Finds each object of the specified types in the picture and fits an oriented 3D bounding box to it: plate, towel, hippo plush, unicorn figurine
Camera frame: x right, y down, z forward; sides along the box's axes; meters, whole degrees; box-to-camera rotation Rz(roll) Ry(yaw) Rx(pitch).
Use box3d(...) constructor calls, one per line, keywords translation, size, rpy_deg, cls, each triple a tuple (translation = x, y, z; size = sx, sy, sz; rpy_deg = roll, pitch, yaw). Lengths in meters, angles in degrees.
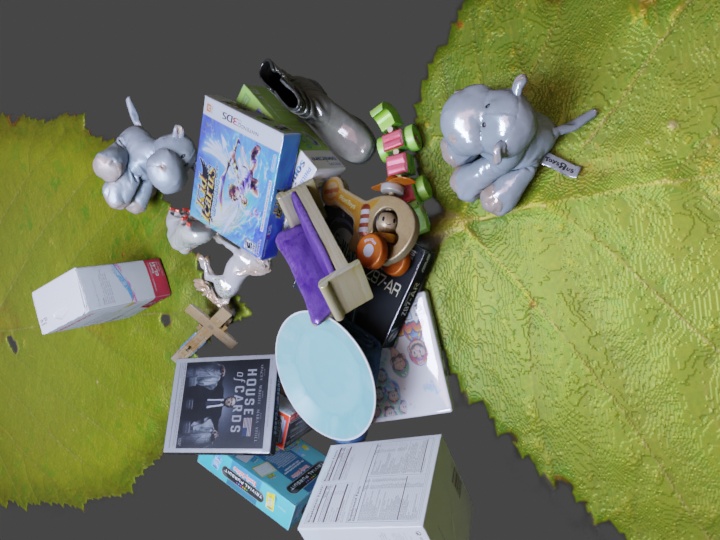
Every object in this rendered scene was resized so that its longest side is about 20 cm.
box3d(translation=(-0.051, 0.154, 0.807), size=(0.195, 0.025, 0.208), rpy_deg=(16, 116, 35), cls="plate")
box3d(translation=(-0.027, 0.181, 0.847), size=(0.110, 0.048, 0.206), rpy_deg=(26, 121, 30), cls="towel")
box3d(translation=(-0.381, -0.196, 1.027), size=(0.154, 0.162, 0.205), rpy_deg=(4, 53, 9), cls="hippo plush")
box3d(translation=(-0.226, -0.013, 0.983), size=(0.138, 0.073, 0.202), rpy_deg=(46, 128, 17), cls="unicorn figurine")
box3d(translation=(0.178, -0.156, 0.697), size=(0.195, 0.160, 0.165), rpy_deg=(19, 101, 24), cls="hippo plush")

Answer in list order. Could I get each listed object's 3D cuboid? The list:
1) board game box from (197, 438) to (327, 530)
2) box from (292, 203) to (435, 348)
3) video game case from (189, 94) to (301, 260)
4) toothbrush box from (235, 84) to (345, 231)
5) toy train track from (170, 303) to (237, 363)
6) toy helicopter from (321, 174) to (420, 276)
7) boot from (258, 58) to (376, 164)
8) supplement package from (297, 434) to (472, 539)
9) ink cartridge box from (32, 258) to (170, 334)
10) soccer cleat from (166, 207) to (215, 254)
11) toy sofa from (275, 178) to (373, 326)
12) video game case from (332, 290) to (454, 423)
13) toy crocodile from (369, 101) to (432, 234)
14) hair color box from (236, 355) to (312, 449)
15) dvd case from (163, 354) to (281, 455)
box3d(translation=(-0.151, 0.327, 0.915), size=(0.196, 0.150, 0.048), rpy_deg=(26, 105, 23), cls="board game box")
box3d(translation=(0.000, 0.000, 0.857), size=(0.197, 0.043, 0.164), rpy_deg=(31, 102, 28), cls="box")
box3d(translation=(-0.190, -0.149, 0.864), size=(0.178, 0.045, 0.206), rpy_deg=(29, 117, 28), cls="video game case")
box3d(translation=(-0.141, -0.180, 0.901), size=(0.201, 0.085, 0.147), rpy_deg=(49, 122, 17), cls="toothbrush box")
box3d(translation=(-0.303, 0.120, 1.043), size=(0.114, 0.033, 0.199), rpy_deg=(42, 122, -15), cls="toy train track")
box3d(translation=(0.011, -0.092, 0.794), size=(0.199, 0.078, 0.135), rpy_deg=(38, 105, 37), cls="toy helicopter")
box3d(translation=(-0.071, -0.242, 0.845), size=(0.200, 0.130, 0.068), rpy_deg=(46, 112, 17), cls="boot")
box3d(translation=(0.043, 0.358, 0.791), size=(0.194, 0.152, 0.155), rpy_deg=(-14, 116, 27), cls="supplement package")
box3d(translation=(-0.493, 0.047, 1.045), size=(0.144, 0.198, 0.088), rpy_deg=(-22, 84, 25), cls="ink cartridge box")
box3d(translation=(-0.311, -0.065, 0.990), size=(0.198, 0.067, 0.081), rpy_deg=(24, 112, 56), cls="soccer cleat")
box3d(translation=(-0.067, -0.028, 0.776), size=(0.095, 0.084, 0.203), rpy_deg=(-26, 51, -4), cls="toy sofa")
box3d(translation=(0.040, 0.146, 0.875), size=(0.194, 0.023, 0.189), rpy_deg=(-15, 87, 27), cls="video game case")
box3d(translation=(0.062, -0.153, 0.821), size=(0.066, 0.061, 0.208), rpy_deg=(-13, 88, 27), cls="toy crocodile")
box3d(translation=(-0.176, 0.223, 0.944), size=(0.195, 0.110, 0.066), rpy_deg=(21, 103, 24), cls="hair color box")
box3d(translation=(-0.222, 0.217, 0.879), size=(0.193, 0.025, 0.156), rpy_deg=(-6, 67, 17), cls="dvd case")
